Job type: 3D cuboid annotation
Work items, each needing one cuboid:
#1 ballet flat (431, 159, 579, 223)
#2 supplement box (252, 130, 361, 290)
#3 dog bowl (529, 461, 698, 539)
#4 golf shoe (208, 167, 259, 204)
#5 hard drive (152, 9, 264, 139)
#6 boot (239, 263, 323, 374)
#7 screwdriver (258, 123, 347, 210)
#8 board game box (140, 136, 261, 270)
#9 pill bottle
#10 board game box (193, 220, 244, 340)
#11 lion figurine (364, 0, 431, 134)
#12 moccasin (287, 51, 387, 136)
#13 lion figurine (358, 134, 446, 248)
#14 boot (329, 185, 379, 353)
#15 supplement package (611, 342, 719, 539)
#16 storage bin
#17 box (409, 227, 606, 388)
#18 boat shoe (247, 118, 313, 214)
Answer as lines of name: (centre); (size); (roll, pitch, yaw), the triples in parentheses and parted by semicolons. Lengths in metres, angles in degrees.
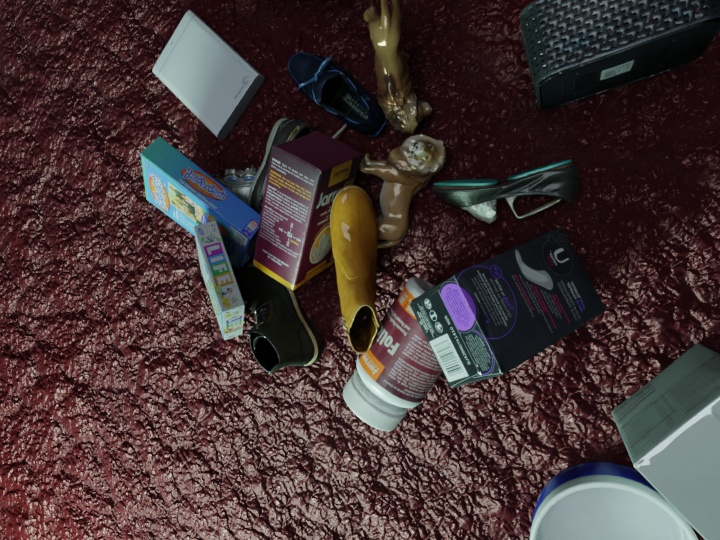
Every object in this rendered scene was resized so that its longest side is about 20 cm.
ballet flat: (0.199, -0.103, 0.709); (0.198, 0.068, 0.069); (-6, 100, 21)
supplement box: (-0.081, -0.088, 0.756); (0.085, 0.110, 0.202); (30, 126, 18)
dog bowl: (0.323, 0.358, 0.657); (0.198, 0.079, 0.203); (0, 90, 22)
golf shoe: (-0.249, -0.122, 0.881); (0.198, 0.078, 0.099); (1, 97, 23)
hard drive: (-0.275, -0.350, 0.912); (0.200, 0.027, 0.132); (45, 106, 15)
boot: (-0.152, 0.069, 0.808); (0.200, 0.138, 0.078); (46, 106, 16)
screwdriver: (-0.083, -0.163, 0.795); (0.200, 0.029, 0.028); (-46, 117, -10)
board game box: (-0.251, -0.098, 0.813); (0.199, 0.152, 0.045); (38, 64, -5)
pill bottle: (0.065, 0.121, 0.736); (0.114, 0.114, 0.201); (36, 102, 17)
board game box: (-0.223, 0.024, 0.812); (0.034, 0.200, 0.136); (-18, 77, -19)
lion figurine: (0.042, -0.299, 0.714); (0.072, 0.201, 0.124); (-13, 51, 16)
moccasin: (-0.040, -0.288, 0.797); (0.199, 0.068, 0.081); (36, 103, 17)
lion figurine: (0.052, -0.107, 0.771); (0.121, 0.073, 0.202); (14, 110, 8)
boot: (-0.001, 0.001, 0.706); (0.070, 0.145, 0.203); (-5, 122, -4)
supplement package: (0.410, 0.208, 0.556); (0.147, 0.200, 0.191); (-46, 76, 15)
storage bin: (0.307, -0.287, 0.623); (0.198, 0.135, 0.095); (-15, 85, 21)
box: (0.183, 0.044, 0.636); (0.123, 0.198, 0.106); (65, 150, 9)
boat shoe: (-0.128, -0.144, 0.825); (0.060, 0.071, 0.204); (19, 96, 42)
